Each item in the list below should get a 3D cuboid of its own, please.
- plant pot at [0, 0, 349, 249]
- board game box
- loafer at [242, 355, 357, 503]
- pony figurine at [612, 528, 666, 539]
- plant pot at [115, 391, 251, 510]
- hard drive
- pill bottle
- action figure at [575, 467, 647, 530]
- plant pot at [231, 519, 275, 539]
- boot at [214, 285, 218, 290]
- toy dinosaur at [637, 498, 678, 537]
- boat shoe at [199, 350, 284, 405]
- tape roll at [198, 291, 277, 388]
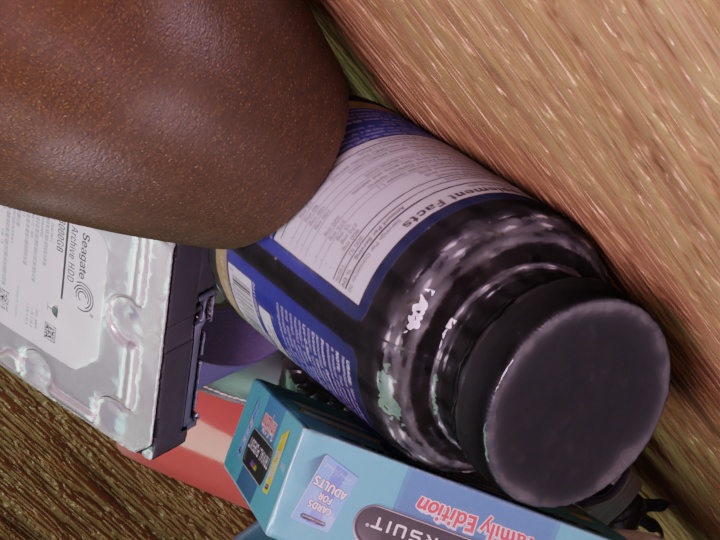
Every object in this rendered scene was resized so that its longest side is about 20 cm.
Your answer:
[{"bbox_3d":[-0.102,-0.094,0.831,0.200,0.187,0.187,33,-178,-39],"label":"plant pot"},{"bbox_3d":[0.025,0.102,0.940,0.151,0.047,0.200,21,180,-8],"label":"board game box"},{"bbox_3d":[-0.006,0.042,1.061,0.073,0.200,0.071,24,-139,-11],"label":"loafer"},{"bbox_3d":[0.161,0.204,1.094,0.200,0.193,0.167,108,154,-82],"label":"pony figurine"},{"bbox_3d":[-0.027,0.075,1.381,0.177,0.201,0.200,30,170,16],"label":"plant pot"},{"bbox_3d":[-0.153,-0.015,1.027,0.200,0.038,0.140,30,127,28],"label":"hard drive"},{"bbox_3d":[0.029,0.012,0.874,0.200,0.112,0.112,37,171,50],"label":"pill bottle"},{"bbox_3d":[0.092,0.071,1.083,0.130,0.069,0.200,48,174,38],"label":"action figure"},{"bbox_3d":[0.028,0.226,1.212,0.196,0.200,0.200,60,170,-12],"label":"plant pot"},{"bbox_3d":[-0.105,-0.080,1.021,0.200,0.070,0.146,45,143,9],"label":"boot"},{"bbox_3d":[0.117,0.106,1.299,0.182,0.105,0.200,-129,30,-61],"label":"toy dinosaur"},{"bbox_3d":[-0.015,0.057,1.256,0.199,0.073,0.062,6,-157,3],"label":"boat shoe"},{"bbox_3d":[-0.115,-0.034,1.157,0.200,0.066,0.200,32,-135,-39],"label":"tape roll"}]
